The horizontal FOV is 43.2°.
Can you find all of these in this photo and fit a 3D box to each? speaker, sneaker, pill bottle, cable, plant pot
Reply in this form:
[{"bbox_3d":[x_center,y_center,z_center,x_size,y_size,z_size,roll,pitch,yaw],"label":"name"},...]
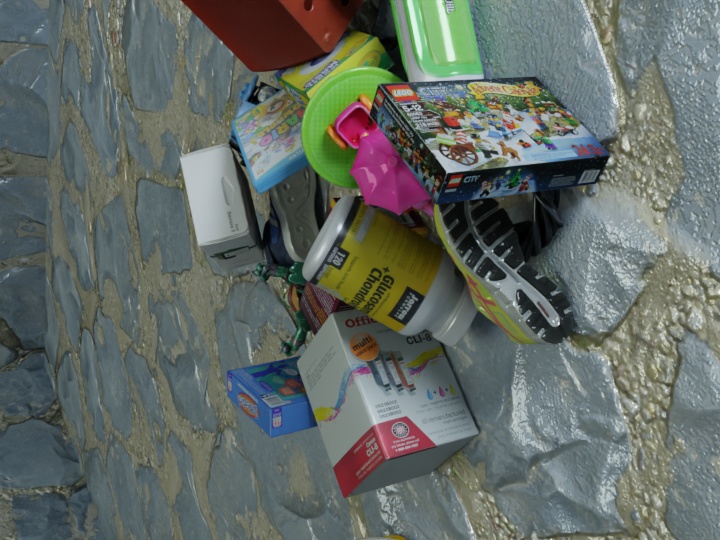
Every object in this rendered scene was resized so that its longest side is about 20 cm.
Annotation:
[{"bbox_3d":[0.084,-0.284,1.032,0.088,0.087,0.203,-19,80,60],"label":"speaker"},{"bbox_3d":[-0.126,-0.094,1.455,0.146,0.080,0.203,-20,79,61],"label":"sneaker"},{"bbox_3d":[0.137,0.004,0.975,0.201,0.078,0.090,55,155,0],"label":"sneaker"},{"bbox_3d":[0.040,0.006,1.065,0.113,0.198,0.112,-59,7,12],"label":"pill bottle"},{"bbox_3d":[0.147,-0.083,1.001,0.200,0.050,0.165,40,135,48],"label":"cable"},{"bbox_3d":[-0.096,-0.382,1.170,0.175,0.200,0.201,24,78,44],"label":"plant pot"}]

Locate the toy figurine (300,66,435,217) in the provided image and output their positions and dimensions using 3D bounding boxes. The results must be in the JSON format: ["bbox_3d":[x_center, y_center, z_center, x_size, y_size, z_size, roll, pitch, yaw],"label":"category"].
[{"bbox_3d":[0.039,-0.113,1.027,0.150,0.200,0.185,-42,31,8],"label":"toy figurine"}]

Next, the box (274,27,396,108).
[{"bbox_3d":[-0.035,-0.257,1.175,0.049,0.117,0.200,53,177,-29],"label":"box"}]

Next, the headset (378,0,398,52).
[{"bbox_3d":[0.015,-0.371,1.107,0.094,0.123,0.202,-5,112,61],"label":"headset"}]

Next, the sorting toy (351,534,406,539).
[{"bbox_3d":[0.055,0.488,1.273,0.199,0.106,0.183,16,118,58],"label":"sorting toy"}]

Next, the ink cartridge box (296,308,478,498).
[{"bbox_3d":[0.029,0.161,1.179,0.145,0.144,0.202,-55,52,50],"label":"ink cartridge box"}]

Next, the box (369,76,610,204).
[{"bbox_3d":[0.125,-0.132,0.882,0.137,0.198,0.038,57,143,35],"label":"box"}]

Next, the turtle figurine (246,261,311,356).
[{"bbox_3d":[-0.103,0.045,1.396,0.151,0.100,0.200,62,161,-3],"label":"turtle figurine"}]

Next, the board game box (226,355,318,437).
[{"bbox_3d":[-0.072,0.170,1.306,0.152,0.198,0.046,27,121,56],"label":"board game box"}]

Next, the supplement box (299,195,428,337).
[{"bbox_3d":[0.000,0.000,1.225,0.086,0.109,0.201,58,143,36],"label":"supplement box"}]

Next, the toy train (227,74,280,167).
[{"bbox_3d":[-0.160,-0.227,1.415,0.200,0.086,0.116,164,127,-78],"label":"toy train"}]

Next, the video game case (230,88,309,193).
[{"bbox_3d":[-0.099,-0.192,1.232,0.018,0.142,0.201,57,-176,-37],"label":"video game case"}]

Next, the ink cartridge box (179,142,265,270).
[{"bbox_3d":[-0.214,-0.095,1.435,0.200,0.083,0.148,80,176,-79],"label":"ink cartridge box"}]
